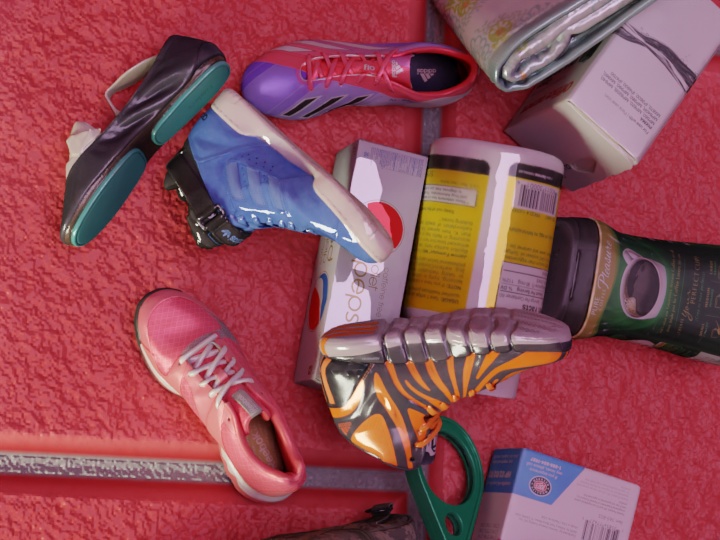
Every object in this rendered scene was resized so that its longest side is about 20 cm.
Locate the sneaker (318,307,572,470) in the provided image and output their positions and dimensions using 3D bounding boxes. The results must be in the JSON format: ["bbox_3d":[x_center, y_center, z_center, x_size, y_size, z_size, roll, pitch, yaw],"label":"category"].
[{"bbox_3d":[0.070,0.093,1.535,0.199,0.078,0.113,-4,102,14],"label":"sneaker"}]

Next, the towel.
[{"bbox_3d":[0.168,-0.239,1.616,0.199,0.171,0.048,-31,122,2],"label":"towel"}]

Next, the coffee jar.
[{"bbox_3d":[0.238,0.016,1.677,0.199,0.085,0.105,11,88,-17],"label":"coffee jar"}]

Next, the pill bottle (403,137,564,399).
[{"bbox_3d":[0.097,-0.001,1.614,0.114,0.114,0.201,10,88,-17],"label":"pill bottle"}]

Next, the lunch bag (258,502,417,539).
[{"bbox_3d":[-0.006,0.294,1.542,0.167,0.139,0.201,-9,86,-47],"label":"lunch bag"}]

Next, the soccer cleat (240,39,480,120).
[{"bbox_3d":[0.001,-0.162,1.622,0.199,0.076,0.067,-2,85,-19],"label":"soccer cleat"}]

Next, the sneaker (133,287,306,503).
[{"bbox_3d":[-0.101,0.094,1.558,0.074,0.087,0.201,-38,96,-19],"label":"sneaker"}]

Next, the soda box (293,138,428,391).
[{"bbox_3d":[0.000,0.000,1.610,0.063,0.068,0.201,14,80,-16],"label":"soda box"}]

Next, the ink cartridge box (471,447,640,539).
[{"bbox_3d":[0.147,0.259,1.631,0.115,0.068,0.201,19,79,-16],"label":"ink cartridge box"}]

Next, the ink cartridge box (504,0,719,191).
[{"bbox_3d":[0.227,-0.177,1.662,0.084,0.144,0.200,39,74,-10],"label":"ink cartridge box"}]

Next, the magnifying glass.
[{"bbox_3d":[0.072,0.216,1.600,0.079,0.022,0.201,17,57,-40],"label":"magnifying glass"}]

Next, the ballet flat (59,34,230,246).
[{"bbox_3d":[-0.187,-0.110,1.567,0.073,0.073,0.200,41,80,-10],"label":"ballet flat"}]

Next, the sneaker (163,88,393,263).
[{"bbox_3d":[-0.072,-0.044,1.554,0.200,0.077,0.111,42,93,20],"label":"sneaker"}]
